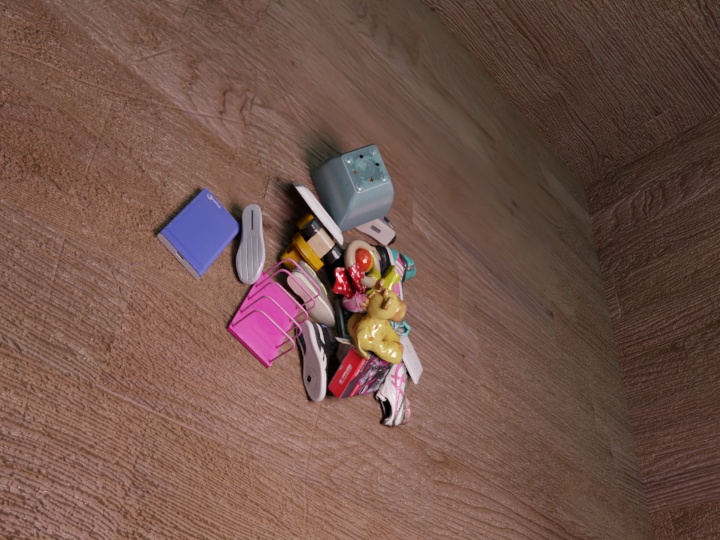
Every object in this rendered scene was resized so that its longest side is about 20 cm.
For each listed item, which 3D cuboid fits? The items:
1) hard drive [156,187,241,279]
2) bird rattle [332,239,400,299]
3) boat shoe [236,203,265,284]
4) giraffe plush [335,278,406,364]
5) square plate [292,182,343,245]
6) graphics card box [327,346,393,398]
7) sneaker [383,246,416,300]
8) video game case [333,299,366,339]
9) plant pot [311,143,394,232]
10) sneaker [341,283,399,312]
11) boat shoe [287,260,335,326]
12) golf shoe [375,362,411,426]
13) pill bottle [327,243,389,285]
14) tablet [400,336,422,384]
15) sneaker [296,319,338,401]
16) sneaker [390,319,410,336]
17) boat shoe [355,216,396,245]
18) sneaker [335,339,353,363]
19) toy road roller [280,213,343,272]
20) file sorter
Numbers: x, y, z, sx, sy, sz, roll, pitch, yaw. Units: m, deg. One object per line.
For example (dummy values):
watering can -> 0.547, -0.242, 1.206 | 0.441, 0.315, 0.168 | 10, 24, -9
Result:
hard drive -> -0.373, -0.090, 1.465 | 0.133, 0.025, 0.202 | 49, 38, -17
bird rattle -> 0.000, 0.000, 1.661 | 0.195, 0.112, 0.168 | 7, 61, -38
boat shoe -> -0.265, -0.061, 1.546 | 0.062, 0.069, 0.207 | 91, 1, -72
giraffe plush -> 0.046, 0.114, 1.547 | 0.197, 0.166, 0.172 | 11, 22, -48
square plate -> -0.116, -0.166, 1.735 | 0.202, 0.028, 0.198 | 52, 1, -13
graphics card box -> 0.011, 0.257, 1.606 | 0.050, 0.128, 0.198 | 37, 14, 27
sneaker -> 0.126, 0.025, 1.964 | 0.118, 0.083, 0.206 | 8, 60, -37
video game case -> 0.012, 0.184, 1.766 | 0.197, 0.023, 0.188 | 15, 57, -45
plant pot -> -0.007, -0.256, 1.816 | 0.191, 0.200, 0.202 | -21, 82, -21
sneaker -> 0.020, 0.077, 1.774 | 0.196, 0.087, 0.076 | -19, 86, -35
boat shoe -> -0.117, 0.063, 1.615 | 0.204, 0.070, 0.061 | 57, 39, -34
golf shoe -> 0.083, 0.320, 1.712 | 0.090, 0.072, 0.207 | 2, 71, -33
pill bottle -> 0.000, -0.015, 1.804 | 0.198, 0.110, 0.115 | -18, 81, -53
tablet -> 0.144, 0.251, 1.824 | 0.133, 0.013, 0.200 | 64, 10, 2
sneaker -> -0.091, 0.224, 1.570 | 0.110, 0.072, 0.206 | 11, 59, -48
sneaker -> 0.081, 0.146, 1.740 | 0.090, 0.079, 0.198 | 34, 13, 27
boat shoe -> 0.027, -0.161, 1.982 | 0.198, 0.075, 0.093 | 38, 18, -20
sneaker -> 0.021, 0.203, 1.680 | 0.197, 0.080, 0.077 | -12, 74, -54
toy road roller -> -0.142, -0.059, 1.677 | 0.124, 0.145, 0.200 | 49, 1, -14
file sorter -> -0.195, 0.092, 1.483 | 0.139, 0.124, 0.202 | 46, 39, -19
